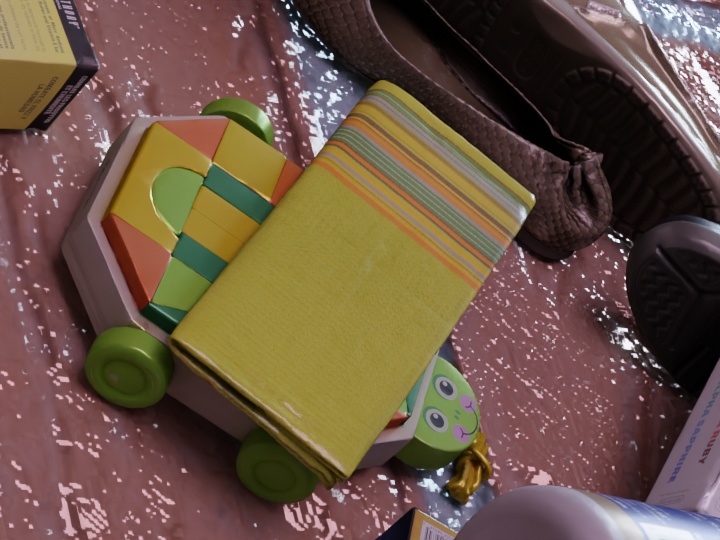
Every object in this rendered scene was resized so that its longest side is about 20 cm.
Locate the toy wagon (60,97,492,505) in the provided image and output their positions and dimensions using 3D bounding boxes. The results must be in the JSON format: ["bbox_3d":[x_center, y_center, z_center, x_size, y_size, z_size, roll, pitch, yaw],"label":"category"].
[{"bbox_3d":[-0.021,0.020,0.959,0.200,0.040,0.155,34,42,-13],"label":"toy wagon"}]

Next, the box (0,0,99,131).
[{"bbox_3d":[-0.199,-0.095,0.896,0.199,0.050,0.075,-1,58,-41],"label":"box"}]

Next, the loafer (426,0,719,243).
[{"bbox_3d":[0.111,-0.094,1.138,0.200,0.076,0.068,50,46,6],"label":"loafer"}]

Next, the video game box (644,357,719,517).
[{"bbox_3d":[0.226,0.097,1.036,0.200,0.047,0.182,45,58,-19],"label":"video game box"}]

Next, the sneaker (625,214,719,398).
[{"bbox_3d":[0.200,0.016,1.126,0.199,0.076,0.114,29,41,-23],"label":"sneaker"}]

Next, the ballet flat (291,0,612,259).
[{"bbox_3d":[0.041,-0.089,1.096,0.200,0.046,0.067,47,40,2],"label":"ballet flat"}]

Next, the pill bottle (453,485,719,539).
[{"bbox_3d":[0.129,0.147,0.869,0.199,0.116,0.116,14,49,-32],"label":"pill bottle"}]

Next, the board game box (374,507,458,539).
[{"bbox_3d":[0.082,0.192,0.908,0.200,0.035,0.136,31,42,-17],"label":"board game box"}]

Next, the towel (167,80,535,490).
[{"bbox_3d":[0.000,0.000,0.954,0.086,0.018,0.200,38,41,-1],"label":"towel"}]
